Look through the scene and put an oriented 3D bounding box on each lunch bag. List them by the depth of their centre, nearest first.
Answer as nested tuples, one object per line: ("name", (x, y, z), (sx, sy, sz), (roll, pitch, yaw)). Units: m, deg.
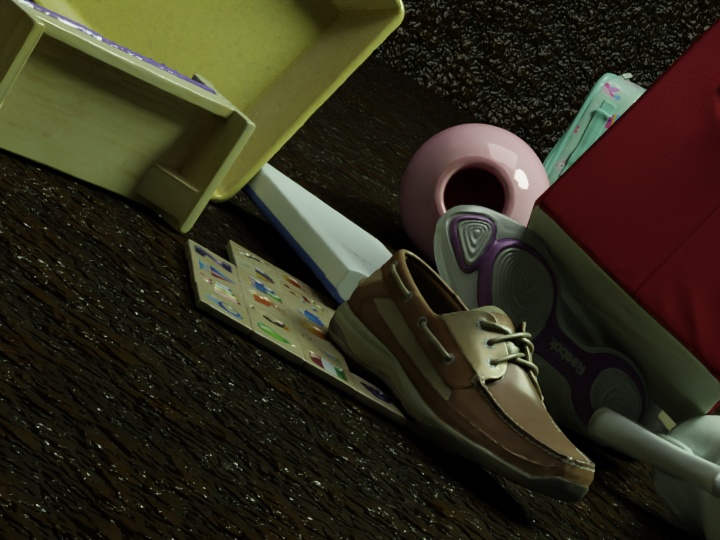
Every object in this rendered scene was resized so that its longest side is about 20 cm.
("lunch bag", (0.314, -0.165, 2.942), (0.077, 0.201, 0.160), (34, 11, 24))

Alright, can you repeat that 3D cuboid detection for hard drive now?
("hard drive", (0.000, 0.000, 1.475), (0.132, 0.025, 0.200), (34, 7, -30))

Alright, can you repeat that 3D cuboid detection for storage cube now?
("storage cube", (0.224, -0.024, 1.449), (0.171, 0.180, 0.200), (44, -11, 9))

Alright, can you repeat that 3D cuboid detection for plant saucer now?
("plant saucer", (-0.101, -0.181, 1.511), (0.200, 0.200, 0.048), (48, -17, -16))

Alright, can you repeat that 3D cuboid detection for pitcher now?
("pitcher", (0.235, 0.136, 1.335), (0.171, 0.122, 0.200), (21, 2, -19))

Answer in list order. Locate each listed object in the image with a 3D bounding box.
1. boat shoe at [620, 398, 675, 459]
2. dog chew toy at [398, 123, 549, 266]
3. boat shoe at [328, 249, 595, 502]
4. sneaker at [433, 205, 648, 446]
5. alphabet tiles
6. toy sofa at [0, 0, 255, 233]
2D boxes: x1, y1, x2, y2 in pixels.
("boat shoe", (0.210, 0.090, 1.602), (0.074, 0.074, 0.200), (35, 9, 14))
("dog chew toy", (0.096, -0.056, 1.870), (0.124, 0.125, 0.200), (33, 1, 4))
("boat shoe", (0.060, 0.053, 1.230), (0.200, 0.072, 0.076), (40, 11, 38))
("sneaker", (0.100, 0.039, 1.450), (0.200, 0.075, 0.099), (51, -19, -25))
("alphabet tiles", (-0.029, 0.033, 1.291), (0.167, 0.008, 0.200), (31, 9, -14))
("toy sofa", (-0.165, -0.100, 1.287), (0.200, 0.083, 0.098), (22, 15, -50))
